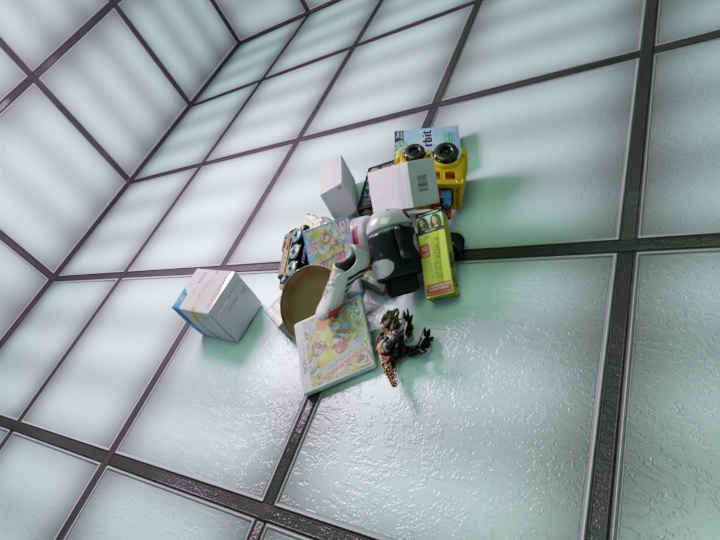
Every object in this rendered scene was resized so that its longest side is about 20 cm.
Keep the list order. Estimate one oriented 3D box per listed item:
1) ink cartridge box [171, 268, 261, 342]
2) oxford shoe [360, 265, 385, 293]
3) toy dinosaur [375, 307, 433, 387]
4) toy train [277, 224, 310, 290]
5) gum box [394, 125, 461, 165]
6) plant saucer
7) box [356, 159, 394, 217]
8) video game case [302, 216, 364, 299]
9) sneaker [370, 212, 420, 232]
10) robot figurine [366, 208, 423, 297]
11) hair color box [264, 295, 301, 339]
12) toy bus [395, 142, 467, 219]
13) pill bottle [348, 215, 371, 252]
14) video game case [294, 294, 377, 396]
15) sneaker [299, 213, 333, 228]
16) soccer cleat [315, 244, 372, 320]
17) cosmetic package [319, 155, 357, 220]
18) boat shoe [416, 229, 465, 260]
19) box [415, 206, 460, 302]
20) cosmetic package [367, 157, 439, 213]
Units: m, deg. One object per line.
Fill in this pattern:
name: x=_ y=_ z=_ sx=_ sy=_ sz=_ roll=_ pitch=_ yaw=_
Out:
ink cartridge box: x=-0.425 y=0.102 z=1.602 sx=0.195 sy=0.146 sz=0.150 roll=4 pitch=54 yaw=41
oxford shoe: x=0.000 y=0.000 z=1.420 sx=0.196 sy=0.075 sz=0.059 roll=23 pitch=72 yaw=41
toy dinosaur: x=0.084 y=0.165 z=1.196 sx=0.134 sy=0.101 sz=0.206 roll=-32 pitch=54 yaw=31
toy train: x=-0.191 y=-0.034 z=1.589 sx=0.112 sy=0.084 sz=0.207 roll=-21 pitch=53 yaw=45
gum box: x=0.196 y=-0.350 z=1.580 sx=0.192 sy=0.045 sz=0.174 roll=-3 pitch=48 yaw=6
plant saucer: x=-0.114 y=0.090 z=1.382 sx=0.193 sy=0.035 sz=0.209 roll=-1 pitch=87 yaw=19
box: x=0.096 y=-0.255 z=1.617 sx=0.194 sy=0.050 sz=0.203 roll=-12 pitch=42 yaw=27
video game case: x=-0.072 y=-0.019 z=1.397 sx=0.139 sy=0.018 sz=0.208 roll=-15 pitch=85 yaw=28
sneaker: x=0.121 y=-0.117 z=1.430 sx=0.194 sy=0.080 sz=0.100 roll=20 pitch=46 yaw=21
robot figurine: x=0.084 y=-0.045 z=1.287 sx=0.147 sy=0.123 sz=0.208 roll=-19 pitch=81 yaw=39
hair color box: x=-0.160 y=0.079 z=1.481 sx=0.200 sy=0.061 sz=0.098 roll=-46 pitch=38 yaw=-11
toy bus: x=0.184 y=-0.219 z=1.420 sx=0.192 sy=0.137 sz=0.198 roll=2 pitch=57 yaw=10
pill bottle: x=-0.048 y=-0.079 z=1.506 sx=0.194 sy=0.112 sz=0.114 roll=-9 pitch=45 yaw=31
video game case: x=-0.064 y=0.178 z=1.293 sx=0.195 sy=0.023 sz=0.187 roll=-25 pitch=57 yaw=17
sneaker: x=-0.118 y=-0.118 z=1.649 sx=0.197 sy=0.075 sz=0.078 roll=14 pitch=75 yaw=53
soccer cleat: x=-0.052 y=0.028 z=1.293 sx=0.201 sy=0.085 sz=0.069 roll=-50 pitch=42 yaw=2
cosmetic package: x=-0.067 y=-0.258 z=1.678 sx=0.083 sy=0.109 sz=0.203 roll=-24 pitch=31 yaw=14
boat shoe: x=0.162 y=-0.051 z=1.339 sx=0.195 sy=0.075 sz=0.064 roll=-7 pitch=38 yaw=28
box: x=0.178 y=-0.037 z=1.259 sx=0.073 sy=0.050 sz=0.208 roll=-13 pitch=74 yaw=27
cosmetic package: x=0.102 y=-0.207 z=1.341 sx=0.082 sy=0.112 sz=0.198 roll=-13 pitch=9 yaw=-26
